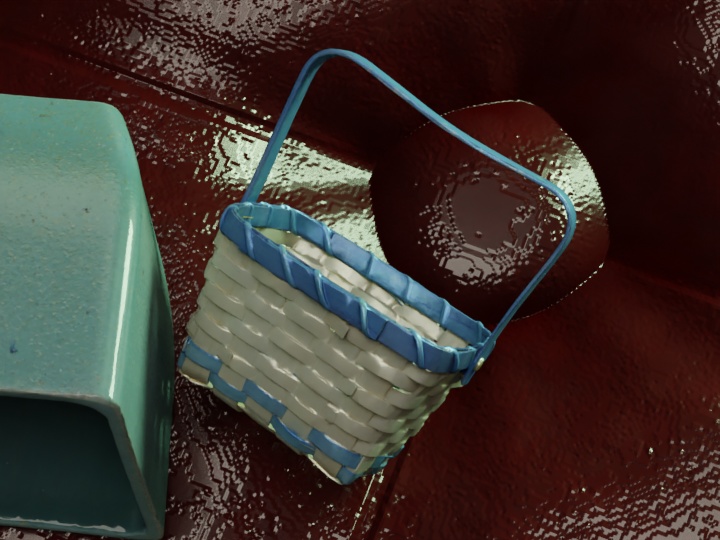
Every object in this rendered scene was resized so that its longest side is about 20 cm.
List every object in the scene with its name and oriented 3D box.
[{"bbox_3d":[0.000,0.000,0.909,0.176,0.139,0.201,36,106,13],"label":"basket"},{"bbox_3d":[-0.198,0.015,0.904,0.194,0.196,0.202,5,61,4],"label":"plant pot"}]
